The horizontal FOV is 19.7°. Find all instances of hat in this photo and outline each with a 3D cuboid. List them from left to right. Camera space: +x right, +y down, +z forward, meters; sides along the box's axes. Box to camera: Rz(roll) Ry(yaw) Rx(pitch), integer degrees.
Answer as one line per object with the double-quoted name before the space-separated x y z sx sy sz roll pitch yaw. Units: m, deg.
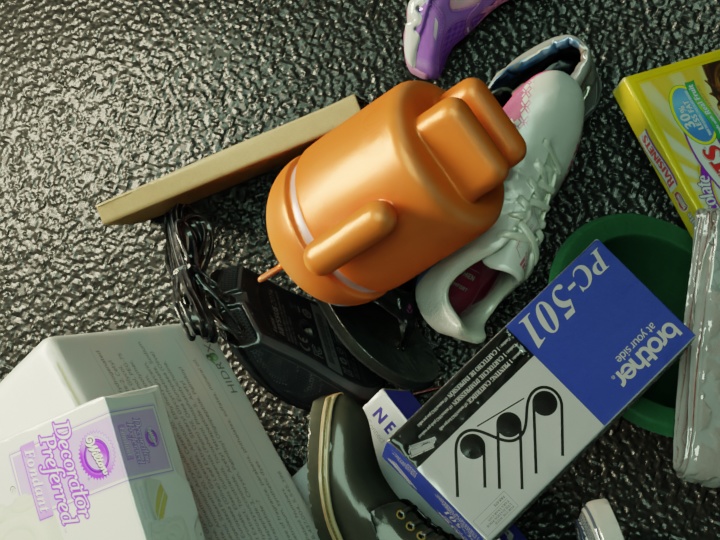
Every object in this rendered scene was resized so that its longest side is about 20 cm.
"hat" 0.169 0.067 1.501 0.199 0.176 0.166 36 55 -1

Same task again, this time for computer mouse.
"computer mouse" -0.069 0.045 1.483 0.053 0.199 0.139 -44 34 22

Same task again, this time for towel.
"towel" 0.311 0.065 1.421 0.198 0.032 0.193 12 76 -18

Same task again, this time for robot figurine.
"robot figurine" 0.018 -0.051 1.407 0.199 0.116 0.145 -32 46 32

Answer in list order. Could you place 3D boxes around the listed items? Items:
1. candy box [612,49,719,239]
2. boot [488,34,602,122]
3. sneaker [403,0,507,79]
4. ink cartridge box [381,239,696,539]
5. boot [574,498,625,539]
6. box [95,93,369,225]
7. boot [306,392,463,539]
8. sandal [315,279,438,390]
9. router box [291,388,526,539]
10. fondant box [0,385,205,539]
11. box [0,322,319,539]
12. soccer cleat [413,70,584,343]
"candy box" 0.269 -0.062 1.490 0.102 0.026 0.201 -18 71 -25
"boot" 0.090 -0.098 1.518 0.200 0.096 0.074 -42 72 -2
"sneaker" 0.101 -0.229 1.563 0.088 0.081 0.201 26 81 8
"ink cartridge box" 0.116 0.082 1.355 0.200 0.044 0.094 -42 79 -16
"boot" 0.153 0.262 1.424 0.090 0.073 0.202 -12 74 1
"box" -0.085 -0.079 1.511 0.199 0.163 0.021 -21 90 4
"boot" 0.047 0.172 1.374 0.137 0.077 0.202 -11 94 20
"sandal" -0.001 0.000 1.503 0.048 0.075 0.201 -52 56 35
"router box" 0.022 0.215 1.443 0.180 0.049 0.200 -46 69 16
"fondant box" -0.191 0.172 1.293 0.199 0.058 0.145 -23 80 32
"box" -0.172 0.172 1.419 0.199 0.171 0.201 -41 69 30
"soccer cleat" 0.109 -0.039 1.443 0.201 0.069 0.086 -62 29 10
